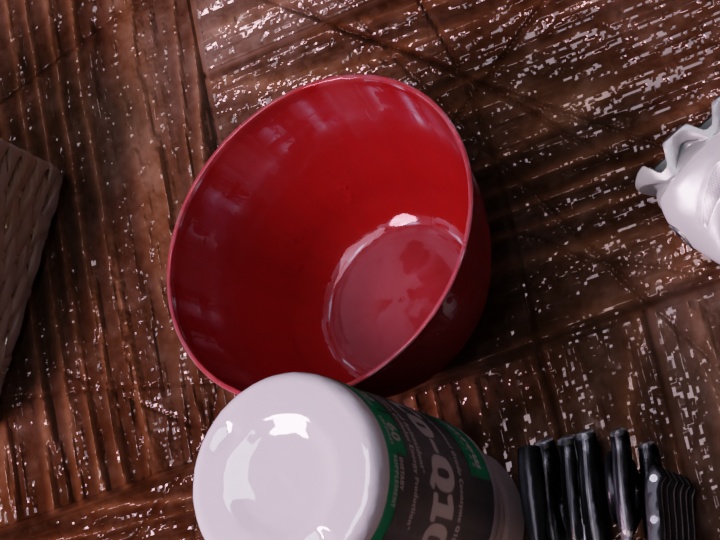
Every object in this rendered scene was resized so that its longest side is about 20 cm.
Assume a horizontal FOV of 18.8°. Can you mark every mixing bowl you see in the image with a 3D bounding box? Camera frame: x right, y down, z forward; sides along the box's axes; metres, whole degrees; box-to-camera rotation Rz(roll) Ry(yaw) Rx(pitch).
[{"bbox_3d":[0.000,0.000,1.257,0.200,0.108,0.200,-14,60,27],"label":"mixing bowl"}]

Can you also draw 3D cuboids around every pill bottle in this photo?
[{"bbox_3d":[0.006,0.126,1.175,0.113,0.200,0.113,-7,74,27],"label":"pill bottle"}]

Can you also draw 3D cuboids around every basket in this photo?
[{"bbox_3d":[-0.289,-0.004,1.399,0.123,0.136,0.200,13,85,17],"label":"basket"}]

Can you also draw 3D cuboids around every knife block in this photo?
[{"bbox_3d":[0.119,0.189,1.178,0.176,0.064,0.200,38,97,31],"label":"knife block"}]

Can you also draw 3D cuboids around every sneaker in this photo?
[{"bbox_3d":[0.248,-0.082,1.176,0.200,0.074,0.089,-48,60,21],"label":"sneaker"}]
